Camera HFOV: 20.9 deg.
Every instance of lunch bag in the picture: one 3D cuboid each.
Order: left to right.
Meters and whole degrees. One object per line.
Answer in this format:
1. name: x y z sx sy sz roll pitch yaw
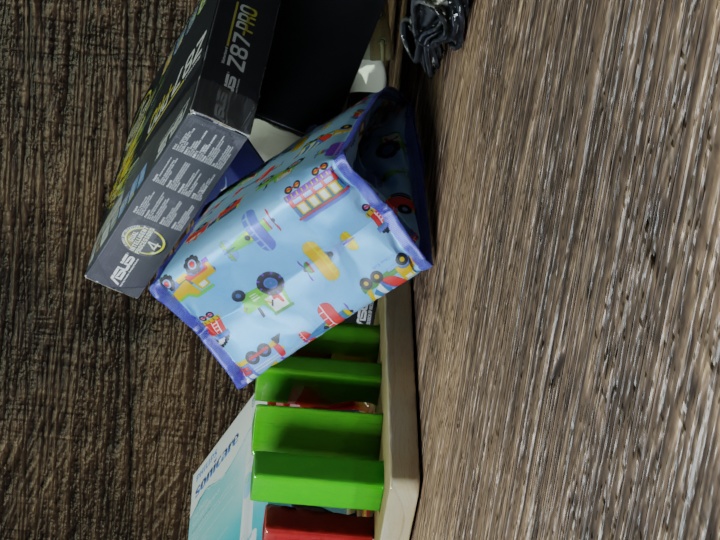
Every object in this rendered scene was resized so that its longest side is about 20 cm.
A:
1. lunch bag: -0.038 -0.044 1.242 0.094 0.150 0.201 49 -159 -21

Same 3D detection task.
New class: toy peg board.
1. toy peg board: -0.026 0.135 1.246 0.201 0.097 0.201 -90 8 -52

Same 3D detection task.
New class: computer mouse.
1. computer mouse: 0.038 -0.225 1.155 0.139 0.052 0.202 124 151 -81

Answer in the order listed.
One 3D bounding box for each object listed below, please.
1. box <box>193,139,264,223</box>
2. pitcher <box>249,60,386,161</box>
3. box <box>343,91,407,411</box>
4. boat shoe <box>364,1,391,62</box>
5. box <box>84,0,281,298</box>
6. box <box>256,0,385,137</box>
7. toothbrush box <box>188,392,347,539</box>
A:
1. box: -0.091 -0.047 1.473 0.201 0.032 0.122 56 155 27
2. pitcher: -0.072 -0.118 1.642 0.200 0.170 0.122 117 135 -73
3. box: 0.000 0.000 1.388 0.161 0.043 0.201 -90 8 -52
4. boat shoe: 0.012 -0.266 1.546 0.073 0.062 0.203 96 -175 -81
5. box: -0.118 -0.099 1.332 0.200 0.049 0.162 -50 24 47
6. box: -0.023 -0.197 1.409 0.141 0.078 0.202 -142 74 -81
7. toothbrush box: -0.066 0.200 1.459 0.147 0.085 0.201 -53 25 37
